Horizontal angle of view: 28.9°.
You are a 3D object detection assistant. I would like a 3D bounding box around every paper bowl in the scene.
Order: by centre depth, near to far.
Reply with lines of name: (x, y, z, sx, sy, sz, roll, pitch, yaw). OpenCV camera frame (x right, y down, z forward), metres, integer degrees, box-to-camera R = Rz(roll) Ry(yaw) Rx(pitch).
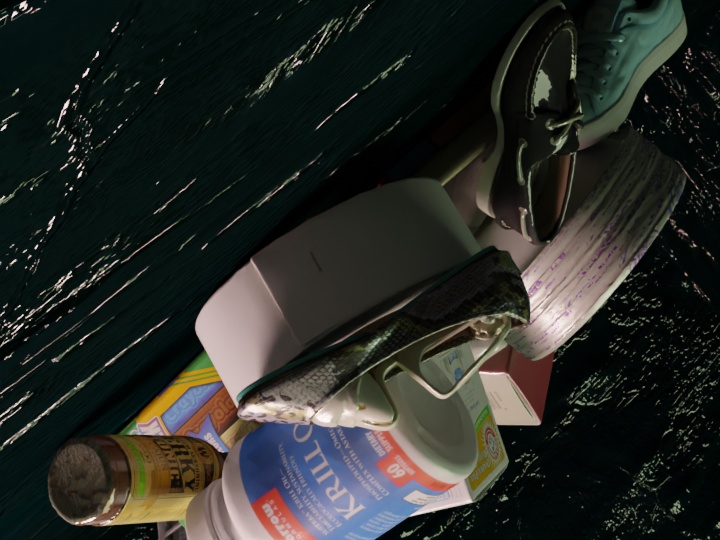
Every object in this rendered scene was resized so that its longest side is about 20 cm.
paper bowl: (0.163, -0.034, 1.142, 0.201, 0.104, 0.201, -53, -179, 2)

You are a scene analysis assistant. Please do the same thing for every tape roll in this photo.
tape roll: (-0.012, 0.021, 0.956, 0.201, 0.071, 0.203, -29, 167, -7)

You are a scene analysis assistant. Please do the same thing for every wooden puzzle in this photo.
wooden puzzle: (0.066, -0.091, 1.102, 0.185, 0.037, 0.200, -41, -179, -15)

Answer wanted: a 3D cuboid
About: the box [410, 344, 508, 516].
box: (0.028, 0.090, 1.123, 0.112, 0.202, 0.101, -18, -177, 25)

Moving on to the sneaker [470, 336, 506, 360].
sneaker: (0.053, 0.110, 1.279, 0.199, 0.081, 0.076, -30, 172, 10)

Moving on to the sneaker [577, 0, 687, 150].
sneaker: (0.189, -0.176, 1.111, 0.074, 0.082, 0.200, 10, -133, 39)

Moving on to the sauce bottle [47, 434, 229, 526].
sauce bottle: (-0.143, 0.153, 1.038, 0.065, 0.065, 0.200, -42, 157, 20)

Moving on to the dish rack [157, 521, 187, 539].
dish rack: (-0.133, 0.191, 1.380, 0.172, 0.043, 0.201, -44, -148, 18)

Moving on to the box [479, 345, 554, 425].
box: (0.129, 0.046, 1.434, 0.127, 0.109, 0.201, -3, -124, 28)

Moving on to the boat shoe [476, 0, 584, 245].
boat shoe: (0.128, -0.098, 0.980, 0.074, 0.060, 0.201, -31, 148, -31)

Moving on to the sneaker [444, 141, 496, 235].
sneaker: (0.139, -0.116, 1.228, 0.200, 0.075, 0.100, -51, -179, 4)

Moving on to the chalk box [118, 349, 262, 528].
chalk box: (-0.115, 0.140, 1.200, 0.200, 0.124, 0.125, -42, 177, 24)

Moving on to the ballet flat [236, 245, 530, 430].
ballet flat: (0.021, 0.058, 0.865, 0.199, 0.072, 0.072, -29, 175, -7)

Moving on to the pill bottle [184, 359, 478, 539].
pill bottle: (-0.025, 0.143, 0.971, 0.200, 0.113, 0.112, -38, 178, 23)
